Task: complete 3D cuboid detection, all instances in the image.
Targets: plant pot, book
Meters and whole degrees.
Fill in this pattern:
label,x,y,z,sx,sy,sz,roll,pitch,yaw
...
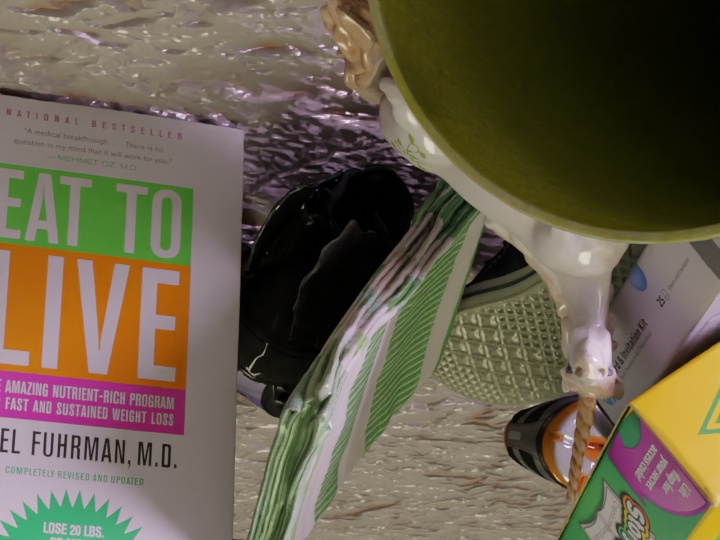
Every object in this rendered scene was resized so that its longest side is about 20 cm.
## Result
label,x,y,z,sx,sy,sz,roll,pitch,yaw
plant pot,0.134,-0.095,0.520,0.187,0.187,0.200,-18,166,35
book,-0.119,0.031,0.734,0.133,0.200,0.048,8,158,-22

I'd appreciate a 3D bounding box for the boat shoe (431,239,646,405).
label,x,y,z,sx,sy,sz,roll,pitch,yaw
boat shoe,0.098,0.006,0.847,0.075,0.062,0.200,37,138,-9

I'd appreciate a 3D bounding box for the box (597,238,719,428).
label,x,y,z,sx,sy,sz,roll,pitch,yaw
box,0.182,-0.021,0.721,0.156,0.041,0.200,-26,157,-21

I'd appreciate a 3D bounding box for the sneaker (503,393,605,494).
label,x,y,z,sx,sy,sz,roll,pitch,yaw
sneaker,0.177,0.111,1.120,0.200,0.078,0.077,15,173,-35

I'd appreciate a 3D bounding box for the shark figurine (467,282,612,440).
label,x,y,z,sx,sy,sz,roll,pitch,yaw
shark figurine,0.160,0.050,0.946,0.214,0.090,0.128,0,158,1

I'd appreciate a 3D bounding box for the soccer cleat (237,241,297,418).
label,x,y,z,sx,sy,sz,roll,pitch,yaw
soccer cleat,-0.071,0.024,0.916,0.073,0.068,0.200,16,168,22

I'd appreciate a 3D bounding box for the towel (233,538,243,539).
label,x,y,z,sx,sy,sz,roll,pitch,yaw
towel,-0.103,0.185,0.949,0.132,0.035,0.200,-8,157,5

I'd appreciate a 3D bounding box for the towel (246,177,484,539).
label,x,y,z,sx,sy,sz,roll,pitch,yaw
towel,0.005,0.048,0.757,0.023,0.200,0.153,25,132,9

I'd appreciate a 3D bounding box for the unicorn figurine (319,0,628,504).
label,x,y,z,sx,sy,sz,roll,pitch,yaw
unicorn figurine,0.063,-0.029,0.678,0.074,0.200,0.137,-31,164,-15

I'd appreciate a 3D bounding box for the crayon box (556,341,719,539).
label,x,y,z,sx,sy,sz,roll,pitch,yaw
crayon box,0.177,0.071,0.773,0.172,0.058,0.200,-29,158,-18

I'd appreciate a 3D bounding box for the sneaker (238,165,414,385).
label,x,y,z,sx,sy,sz,roll,pitch,yaw
sneaker,-0.002,-0.002,0.825,0.104,0.060,0.200,-52,163,21
